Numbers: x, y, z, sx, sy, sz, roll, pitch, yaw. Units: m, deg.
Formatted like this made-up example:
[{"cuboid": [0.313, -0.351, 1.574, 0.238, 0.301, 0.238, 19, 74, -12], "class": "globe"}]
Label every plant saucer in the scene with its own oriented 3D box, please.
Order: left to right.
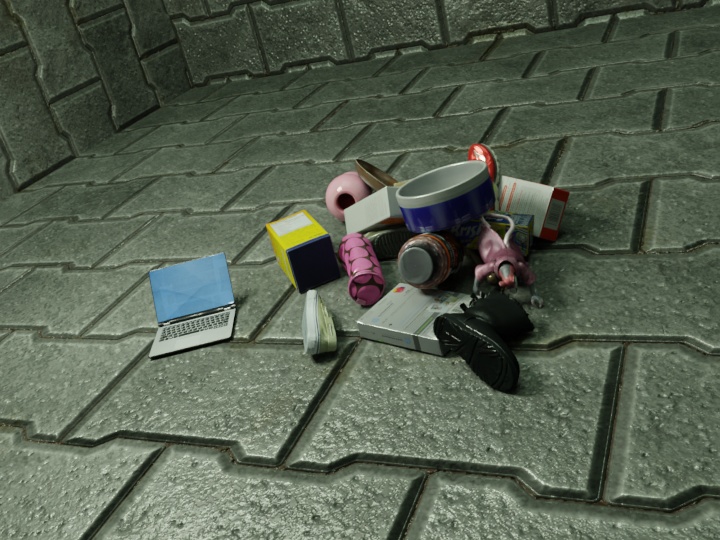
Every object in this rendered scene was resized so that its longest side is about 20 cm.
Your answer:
[{"cuboid": [0.064, -0.224, 1.990, 0.032, 0.198, 0.201, -56, 22, 16], "class": "plant saucer"}]

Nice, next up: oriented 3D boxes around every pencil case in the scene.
[{"cuboid": [0.000, 0.000, 1.654, 0.090, 0.094, 0.201, 26, 19, -18], "class": "pencil case"}]

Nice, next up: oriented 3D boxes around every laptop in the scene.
[{"cuboid": [-0.379, 0.074, 1.677, 0.184, 0.117, 0.201, -14, 26, 3], "class": "laptop"}]

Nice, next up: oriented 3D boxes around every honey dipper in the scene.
[{"cuboid": [0.246, -0.022, 1.623, 0.037, 0.038, 0.201, -17, 31, -5], "class": "honey dipper"}]

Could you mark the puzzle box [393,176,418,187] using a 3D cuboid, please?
[{"cuboid": [0.192, -0.230, 1.862, 0.197, 0.026, 0.133, -13, 6, 23], "class": "puzzle box"}]

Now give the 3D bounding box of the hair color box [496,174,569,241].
[{"cuboid": [0.357, -0.143, 1.693, 0.063, 0.113, 0.199, 10, 9, -38], "class": "hair color box"}]

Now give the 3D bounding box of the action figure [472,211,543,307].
[{"cuboid": [0.286, -0.017, 1.454, 0.131, 0.152, 0.200, 5, 15, 5], "class": "action figure"}]

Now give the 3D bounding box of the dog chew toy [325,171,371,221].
[{"cuboid": [-0.023, -0.207, 2.031, 0.122, 0.126, 0.200, -9, 19, 12], "class": "dog chew toy"}]

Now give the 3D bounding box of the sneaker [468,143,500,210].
[{"cuboid": [0.264, -0.198, 1.708, 0.084, 0.203, 0.077, 11, -23, -37], "class": "sneaker"}]

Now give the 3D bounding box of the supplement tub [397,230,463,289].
[{"cuboid": [0.138, -0.022, 1.528, 0.105, 0.109, 0.200, -4, 7, 21], "class": "supplement tub"}]

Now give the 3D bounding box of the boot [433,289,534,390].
[{"cuboid": [0.239, 0.113, 1.319, 0.161, 0.074, 0.198, -16, 39, -37], "class": "boot"}]

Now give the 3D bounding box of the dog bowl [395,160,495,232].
[{"cuboid": [0.177, -0.154, 1.579, 0.197, 0.080, 0.201, -18, 18, 6], "class": "dog bowl"}]

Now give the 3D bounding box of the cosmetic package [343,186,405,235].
[{"cuboid": [0.053, -0.134, 1.778, 0.100, 0.073, 0.199, -3, -9, -30], "class": "cosmetic package"}]

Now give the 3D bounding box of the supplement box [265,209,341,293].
[{"cuboid": [-0.136, -0.048, 1.790, 0.107, 0.111, 0.200, -21, 28, -12], "class": "supplement box"}]

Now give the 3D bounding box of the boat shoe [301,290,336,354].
[{"cuboid": [-0.082, 0.107, 1.527, 0.061, 0.073, 0.201, 8, 29, -10], "class": "boat shoe"}]

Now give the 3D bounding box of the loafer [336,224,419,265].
[{"cuboid": [0.039, -0.068, 1.772, 0.197, 0.076, 0.070, -13, 30, 6], "class": "loafer"}]

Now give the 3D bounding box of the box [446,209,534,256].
[{"cuboid": [0.265, -0.087, 1.623, 0.197, 0.071, 0.064, 10, 30, 23], "class": "box"}]

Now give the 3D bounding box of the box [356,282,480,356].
[{"cuboid": [0.114, 0.089, 1.466, 0.198, 0.042, 0.156, 9, 35, 38], "class": "box"}]
